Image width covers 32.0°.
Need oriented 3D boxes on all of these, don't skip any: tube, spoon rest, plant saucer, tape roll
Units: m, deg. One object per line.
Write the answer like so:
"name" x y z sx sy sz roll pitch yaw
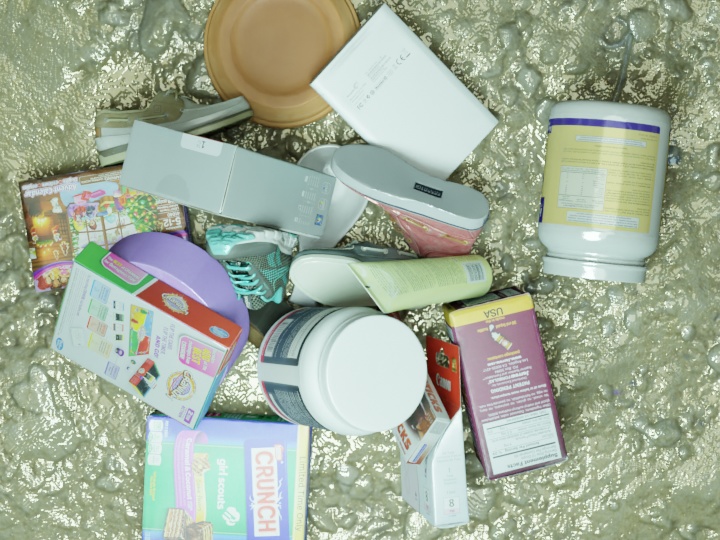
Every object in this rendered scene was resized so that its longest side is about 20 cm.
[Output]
"tube" 0.071 0.013 1.435 0.058 0.199 0.053 3 96 42
"spoon rest" -0.047 -0.053 1.525 0.098 0.061 0.203 13 93 0
"plant saucer" -0.095 -0.275 1.527 0.197 0.037 0.203 0 93 0
"tape roll" -0.233 0.056 1.475 0.197 0.066 0.202 11 128 15

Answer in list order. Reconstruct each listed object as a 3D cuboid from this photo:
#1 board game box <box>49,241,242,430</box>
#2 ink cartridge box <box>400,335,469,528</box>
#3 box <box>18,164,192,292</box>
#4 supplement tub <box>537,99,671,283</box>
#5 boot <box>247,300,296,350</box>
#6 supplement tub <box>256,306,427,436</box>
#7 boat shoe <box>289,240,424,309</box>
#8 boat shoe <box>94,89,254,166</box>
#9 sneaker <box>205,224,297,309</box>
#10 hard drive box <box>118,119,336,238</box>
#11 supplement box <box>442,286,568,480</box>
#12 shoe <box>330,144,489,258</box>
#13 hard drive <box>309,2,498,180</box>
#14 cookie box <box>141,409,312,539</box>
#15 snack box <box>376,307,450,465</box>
"board game box" -0.247 0.077 1.427 0.198 0.040 0.154 30 131 2
"ink cartridge box" 0.082 0.186 1.484 0.056 0.162 0.203 -8 93 -11
"box" -0.309 -0.056 1.536 0.197 0.039 0.139 -9 93 1
"supplement tub" 0.285 -0.092 1.479 0.143 0.145 0.203 6 93 0
"boot" -0.099 0.083 1.534 0.200 0.075 0.074 48 63 -13
"supplement tub" -0.024 0.112 1.417 0.139 0.199 0.143 1 88 -25
"boat shoe" 0.000 0.000 1.491 0.198 0.062 0.073 9 132 -29
"boat shoe" -0.229 -0.184 1.510 0.197 0.075 0.069 -15 92 6
"sneaker" -0.118 -0.002 1.405 0.077 0.200 0.093 3 88 17
"hard drive box" -0.147 -0.102 1.429 0.154 0.199 0.078 17 93 31
"supplement box" 0.170 0.130 1.497 0.102 0.131 0.203 -13 93 0
"shoe" 0.051 -0.075 1.500 0.198 0.092 0.072 21 48 2
"hard drive" 0.053 -0.203 1.514 0.200 0.026 0.132 43 92 -13
"cookie box" -0.161 0.261 1.532 0.197 0.075 0.174 3 92 -1
"snack box" 0.047 0.130 1.468 0.024 0.201 0.072 13 123 -30
